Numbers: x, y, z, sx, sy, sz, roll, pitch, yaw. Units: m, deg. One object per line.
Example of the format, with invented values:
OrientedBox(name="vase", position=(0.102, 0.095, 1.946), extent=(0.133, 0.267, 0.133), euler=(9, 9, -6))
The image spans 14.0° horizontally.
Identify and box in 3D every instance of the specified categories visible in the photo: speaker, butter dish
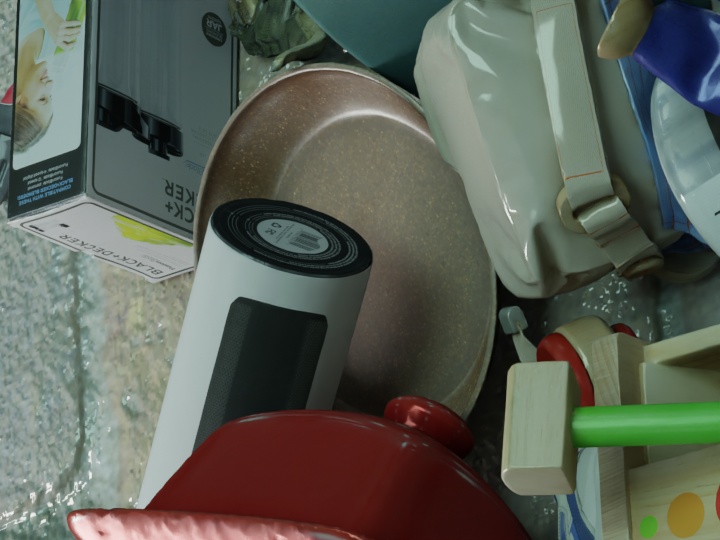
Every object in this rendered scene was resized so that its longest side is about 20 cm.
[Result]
OrientedBox(name="speaker", position=(-0.056, 0.072, 1.398), extent=(0.081, 0.081, 0.201), euler=(40, 123, 44))
OrientedBox(name="butter dish", position=(0.005, 0.123, 1.318), extent=(0.199, 0.200, 0.148), euler=(-1, 51, 43))

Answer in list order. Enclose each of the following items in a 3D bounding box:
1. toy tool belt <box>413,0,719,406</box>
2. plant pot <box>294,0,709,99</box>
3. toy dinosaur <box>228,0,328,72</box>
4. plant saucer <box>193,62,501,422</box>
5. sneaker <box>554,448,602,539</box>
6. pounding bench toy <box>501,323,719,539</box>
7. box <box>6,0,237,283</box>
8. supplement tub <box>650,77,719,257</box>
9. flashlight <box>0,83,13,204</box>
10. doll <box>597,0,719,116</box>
OrientedBox(name="toy tool belt", position=(0.113, -0.042, 1.289), extent=(0.125, 0.122, 0.201), euler=(166, 83, -77))
OrientedBox(name="plant pot", position=(0.036, -0.177, 1.360), extent=(0.141, 0.199, 0.142), euler=(-29, 57, 33))
OrientedBox(name="toy dinosaur", position=(-0.025, -0.140, 1.482), extent=(0.088, 0.047, 0.200), euler=(-55, 12, 2))
OrientedBox(name="plant saucer", position=(0.000, 0.000, 1.410), extent=(0.200, 0.037, 0.202), euler=(8, 102, 42))
OrientedBox(name="sneaker", position=(0.123, 0.166, 1.259), extent=(0.088, 0.075, 0.201), euler=(-31, 55, 59))
OrientedBox(name="pounding bench toy", position=(0.169, 0.072, 1.143), extent=(0.155, 0.199, 0.125), euler=(-19, 63, 38))
OrientedBox(name="box", position=(-0.122, -0.107, 1.546), extent=(0.060, 0.116, 0.201), euler=(-15, 64, 36))
OrientedBox(name="supplement tub", position=(0.228, -0.081, 1.199), extent=(0.200, 0.122, 0.123), euler=(-33, 55, 32))
OrientedBox(name="flashlight", position=(-0.176, -0.135, 1.642), extent=(0.201, 0.068, 0.068), euler=(-69, 18, 2))
OrientedBox(name="doll", position=(0.192, -0.066, 1.122), extent=(0.199, 0.048, 0.137), euler=(27, 103, 16))
